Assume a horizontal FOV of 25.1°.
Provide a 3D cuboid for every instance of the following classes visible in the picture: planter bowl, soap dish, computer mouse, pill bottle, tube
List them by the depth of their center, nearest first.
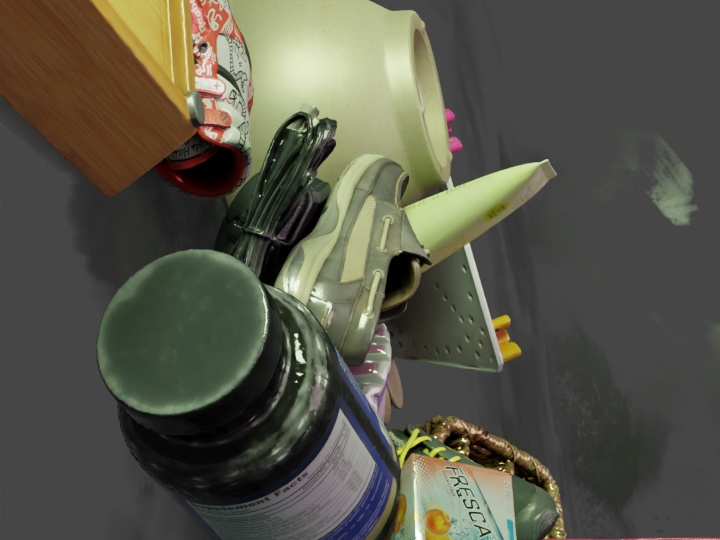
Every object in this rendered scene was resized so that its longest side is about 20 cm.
[{"bbox_3d":[-0.134,-0.142,0.694,0.200,0.081,0.159,54,28,-66],"label":"soap dish"},{"bbox_3d":[-0.054,0.075,0.809,0.200,0.111,0.113,61,22,-56],"label":"pill bottle"},{"bbox_3d":[-0.058,-0.027,0.944,0.200,0.052,0.139,31,84,-87],"label":"computer mouse"},{"bbox_3d":[0.036,-0.020,1.046,0.052,0.199,0.058,57,9,-33],"label":"tube"},{"bbox_3d":[-0.014,-0.106,1.101,0.200,0.134,0.202,-11,90,-78],"label":"planter bowl"}]

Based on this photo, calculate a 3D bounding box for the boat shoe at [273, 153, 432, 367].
[{"bbox_3d":[0.000,0.000,0.949,0.075,0.073,0.200,-66,177,36],"label":"boat shoe"}]

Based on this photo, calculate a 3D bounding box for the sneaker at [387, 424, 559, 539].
[{"bbox_3d":[0.046,0.151,1.094,0.074,0.199,0.085,-42,116,-34],"label":"sneaker"}]

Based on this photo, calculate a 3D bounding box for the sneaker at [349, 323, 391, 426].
[{"bbox_3d":[-0.015,0.113,1.067,0.089,0.080,0.201,86,0,-50],"label":"sneaker"}]

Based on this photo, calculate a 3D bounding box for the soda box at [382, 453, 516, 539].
[{"bbox_3d":[0.021,0.187,0.929,0.200,0.063,0.069,121,-24,-46],"label":"soda box"}]

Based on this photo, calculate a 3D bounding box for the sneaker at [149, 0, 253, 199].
[{"bbox_3d":[-0.102,-0.128,0.864,0.202,0.067,0.108,70,13,-49],"label":"sneaker"}]

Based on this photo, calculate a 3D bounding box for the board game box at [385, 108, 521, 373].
[{"bbox_3d":[0.045,-0.025,1.264,0.200,0.026,0.201,2,-70,67],"label":"board game box"}]

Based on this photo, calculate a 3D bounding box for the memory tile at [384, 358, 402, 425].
[{"bbox_3d":[-0.007,0.051,1.254,0.200,0.017,0.154,-26,100,-78],"label":"memory tile"}]

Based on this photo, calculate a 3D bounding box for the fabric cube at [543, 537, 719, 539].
[{"bbox_3d":[0.163,0.299,1.034,0.196,0.198,0.201,-30,115,-69],"label":"fabric cube"}]

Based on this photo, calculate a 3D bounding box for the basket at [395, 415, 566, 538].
[{"bbox_3d":[0.078,0.211,1.228,0.143,0.148,0.201,67,18,-46],"label":"basket"}]
